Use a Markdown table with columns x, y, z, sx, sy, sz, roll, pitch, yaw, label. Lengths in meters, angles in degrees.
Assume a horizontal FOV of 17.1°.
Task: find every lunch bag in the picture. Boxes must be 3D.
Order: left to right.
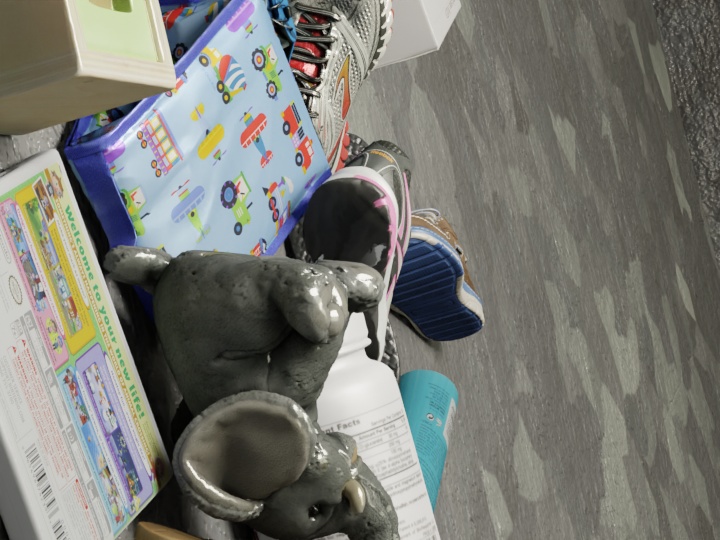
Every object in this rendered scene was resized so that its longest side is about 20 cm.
| x | y | z | sx | sy | sz | roll | pitch | yaw | label |
| --- | --- | --- | --- | --- | --- | --- | --- | --- | --- |
| -0.106 | -0.059 | 1.458 | 0.200 | 0.094 | 0.151 | -65 | 141 | -50 | lunch bag |

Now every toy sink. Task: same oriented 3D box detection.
| x | y | z | sx | sy | sz | roll | pitch | yaw | label |
| --- | --- | --- | --- | --- | --- | --- | --- | --- | --- |
| -0.183 | -0.182 | 1.255 | 0.130 | 0.112 | 0.201 | -1 | 76 | -72 | toy sink |

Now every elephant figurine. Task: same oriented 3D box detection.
| x | y | z | sx | sy | sz | roll | pitch | yaw | label |
| --- | --- | --- | --- | --- | --- | --- | --- | --- | --- |
| -0.053 | 0.093 | 1.379 | 0.141 | 0.155 | 0.201 | 0 | 95 | -57 | elephant figurine |

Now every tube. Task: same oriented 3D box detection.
| x | y | z | sx | sy | sz | roll | pitch | yaw | label |
| --- | --- | --- | --- | --- | --- | --- | --- | --- | --- |
| 0.036 | 0.160 | 1.766 | 0.078 | 0.050 | 0.200 | 58 | 29 | -33 | tube |

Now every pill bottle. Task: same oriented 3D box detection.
| x | y | z | sx | sy | sz | roll | pitch | yaw | label |
| --- | --- | --- | --- | --- | --- | --- | --- | --- | --- |
| -0.021 | 0.122 | 1.503 | 0.113 | 0.113 | 0.201 | -19 | 94 | -72 | pill bottle |

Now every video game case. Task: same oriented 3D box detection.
| x | y | z | sx | sy | sz | roll | pitch | yaw | label |
| --- | --- | --- | --- | --- | --- | --- | --- | --- | --- |
| -0.167 | 0.050 | 1.266 | 0.182 | 0.022 | 0.201 | -47 | 120 | -70 | video game case |

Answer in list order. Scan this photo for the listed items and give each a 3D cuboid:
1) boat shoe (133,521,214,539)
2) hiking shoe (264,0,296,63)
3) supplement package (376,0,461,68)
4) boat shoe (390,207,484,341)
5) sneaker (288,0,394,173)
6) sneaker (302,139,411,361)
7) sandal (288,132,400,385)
| x | y | z | sx | sy | sz | roll | pitch | yaw | label |
| --- | --- | --- | --- | --- | --- | --- | --- | --- | --- |
| -0.073 | 0.192 | 1.365 | 0.200 | 0.072 | 0.065 | 29 | 78 | -61 | boat shoe |
| -0.069 | -0.180 | 1.535 | 0.087 | 0.074 | 0.200 | 50 | -23 | 32 | hiking shoe |
| -0.016 | -0.259 | 1.822 | 0.121 | 0.119 | 0.201 | -65 | 137 | -65 | supplement package |
| 0.046 | -0.008 | 1.906 | 0.200 | 0.072 | 0.073 | 61 | 15 | -65 | boat shoe |
| -0.032 | -0.131 | 1.636 | 0.082 | 0.077 | 0.201 | -39 | 144 | -63 | sneaker |
| 0.000 | 0.000 | 1.576 | 0.086 | 0.080 | 0.200 | -55 | 170 | -47 | sneaker |
| -0.014 | 0.003 | 1.722 | 0.048 | 0.075 | 0.202 | 120 | -34 | -79 | sandal |
